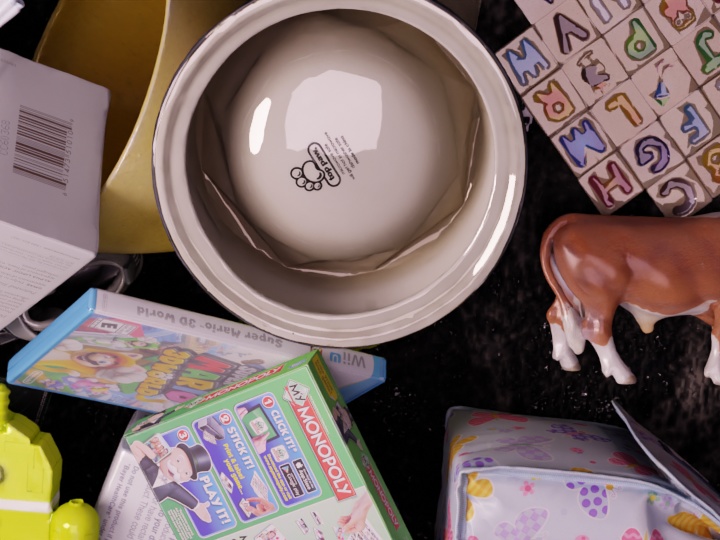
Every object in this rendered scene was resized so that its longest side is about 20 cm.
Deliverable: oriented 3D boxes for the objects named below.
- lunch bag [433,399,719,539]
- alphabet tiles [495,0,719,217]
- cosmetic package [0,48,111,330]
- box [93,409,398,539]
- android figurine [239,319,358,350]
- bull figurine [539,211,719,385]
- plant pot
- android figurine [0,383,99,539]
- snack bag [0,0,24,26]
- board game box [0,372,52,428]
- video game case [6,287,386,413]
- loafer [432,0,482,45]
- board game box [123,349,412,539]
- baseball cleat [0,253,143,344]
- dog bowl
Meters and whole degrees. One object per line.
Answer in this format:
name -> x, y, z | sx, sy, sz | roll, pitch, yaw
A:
lunch bag -> 0.151, 0.157, 1.140 | 0.198, 0.170, 0.129 | 7, 98, 0
alphabet tiles -> 0.190, -0.136, 1.159 | 0.166, 0.006, 0.201 | -36, 101, 6
cosmetic package -> -0.230, -0.028, 1.031 | 0.081, 0.114, 0.199 | 19, 148, -31
box -> -0.094, 0.218, 1.183 | 0.198, 0.105, 0.185 | 22, 101, -5
android figurine -> 0.000, 0.000, 1.108 | 0.200, 0.181, 0.041 | -40, 58, 42
bull figurine -> 0.214, 0.011, 1.160 | 0.198, 0.065, 0.123 | 2, 99, 0
plant pot -> -0.108, -0.092, 1.087 | 0.141, 0.200, 0.201 | 20, 103, -31
android figurine -> -0.251, 0.165, 1.106 | 0.180, 0.041, 0.202 | 7, 102, 1
snack bag -> -0.288, -0.136, 1.072 | 0.200, 0.189, 0.021 | -43, 129, 9
board game box -> -0.280, 0.158, 1.154 | 0.104, 0.023, 0.202 | 17, 95, -30
video game case -> -0.104, 0.063, 1.109 | 0.198, 0.143, 0.018 | 15, 62, -27
loafer -> 0.035, -0.128, 1.078 | 0.075, 0.200, 0.070 | 42, 70, -1
board game box -> -0.042, 0.162, 1.087 | 0.134, 0.029, 0.201 | -22, 102, 20
baseball cleat -> -0.238, 0.020, 1.138 | 0.198, 0.107, 0.070 | -22, 107, 6
dog bowl -> -0.011, -0.065, 0.959 | 0.198, 0.074, 0.202 | 0, 109, -1
